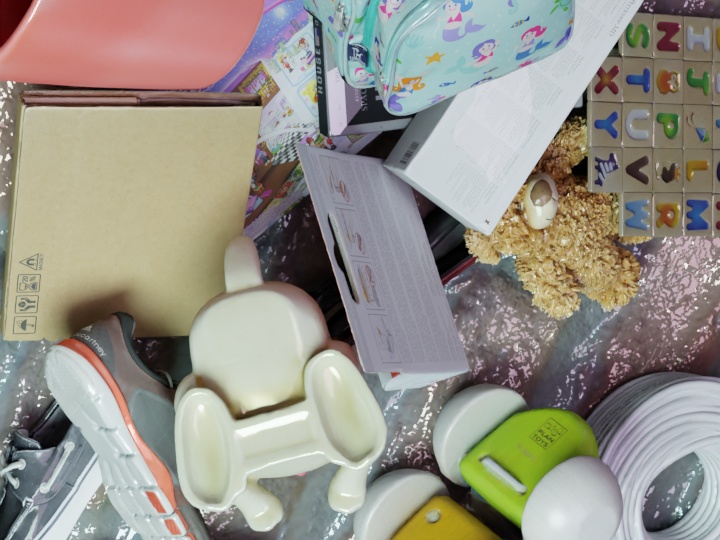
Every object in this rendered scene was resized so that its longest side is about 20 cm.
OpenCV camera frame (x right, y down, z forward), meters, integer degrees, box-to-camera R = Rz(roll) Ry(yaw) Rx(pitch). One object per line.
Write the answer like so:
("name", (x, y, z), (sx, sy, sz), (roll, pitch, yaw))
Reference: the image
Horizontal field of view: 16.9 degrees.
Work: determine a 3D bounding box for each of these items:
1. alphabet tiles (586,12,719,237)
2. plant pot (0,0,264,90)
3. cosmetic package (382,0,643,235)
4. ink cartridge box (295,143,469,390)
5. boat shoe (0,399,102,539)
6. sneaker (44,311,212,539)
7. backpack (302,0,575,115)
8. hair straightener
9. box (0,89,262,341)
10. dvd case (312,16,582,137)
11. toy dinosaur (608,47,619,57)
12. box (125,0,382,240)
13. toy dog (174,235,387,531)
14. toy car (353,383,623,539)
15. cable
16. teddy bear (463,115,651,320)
("alphabet tiles", (0.242, -0.109, 1.832), (0.199, 0.006, 0.167), (-1, 92, -40))
("plant pot", (-0.167, -0.204, 1.577), (0.177, 0.200, 0.201), (13, 99, -37))
("cosmetic package", (0.107, -0.132, 1.705), (0.082, 0.051, 0.200), (35, 86, -21))
("ink cartridge box", (0.000, 0.000, 1.658), (0.057, 0.200, 0.163), (-21, 81, 24))
("boat shoe", (-0.221, 0.139, 1.701), (0.068, 0.072, 0.200), (42, 83, -29))
("sneaker", (-0.138, 0.116, 1.671), (0.082, 0.077, 0.201), (-41, 120, -30))
("backpack", (0.052, -0.209, 1.568), (0.177, 0.151, 0.200), (-23, 149, -13))
("hair straightener", (0.000, 0.007, 1.787), (0.200, 0.041, 0.077), (-35, 111, -7))
("box", (-0.158, -0.035, 1.656), (0.163, 0.021, 0.201), (-1, 128, -16))
("dvd case", (0.062, -0.180, 1.718), (0.199, 0.025, 0.151), (-9, 104, -21))
("toy dinosaur", (0.123, -0.152, 1.792), (0.199, 0.047, 0.088), (-25, 117, -19))
("box", (-0.066, -0.120, 1.717), (0.200, 0.039, 0.137), (-40, 116, -9))
("toy dog", (-0.064, 0.085, 1.667), (0.139, 0.200, 0.195), (-25, 80, 1))
("toy car", (0.109, 0.198, 1.812), (0.200, 0.175, 0.150), (-47, 132, -6))
("cable", (0.252, 0.177, 1.921), (0.199, 0.069, 0.201), (10, 99, -25))
("teddy bear", (0.156, -0.036, 1.804), (0.200, 0.067, 0.145), (42, 77, -42))
